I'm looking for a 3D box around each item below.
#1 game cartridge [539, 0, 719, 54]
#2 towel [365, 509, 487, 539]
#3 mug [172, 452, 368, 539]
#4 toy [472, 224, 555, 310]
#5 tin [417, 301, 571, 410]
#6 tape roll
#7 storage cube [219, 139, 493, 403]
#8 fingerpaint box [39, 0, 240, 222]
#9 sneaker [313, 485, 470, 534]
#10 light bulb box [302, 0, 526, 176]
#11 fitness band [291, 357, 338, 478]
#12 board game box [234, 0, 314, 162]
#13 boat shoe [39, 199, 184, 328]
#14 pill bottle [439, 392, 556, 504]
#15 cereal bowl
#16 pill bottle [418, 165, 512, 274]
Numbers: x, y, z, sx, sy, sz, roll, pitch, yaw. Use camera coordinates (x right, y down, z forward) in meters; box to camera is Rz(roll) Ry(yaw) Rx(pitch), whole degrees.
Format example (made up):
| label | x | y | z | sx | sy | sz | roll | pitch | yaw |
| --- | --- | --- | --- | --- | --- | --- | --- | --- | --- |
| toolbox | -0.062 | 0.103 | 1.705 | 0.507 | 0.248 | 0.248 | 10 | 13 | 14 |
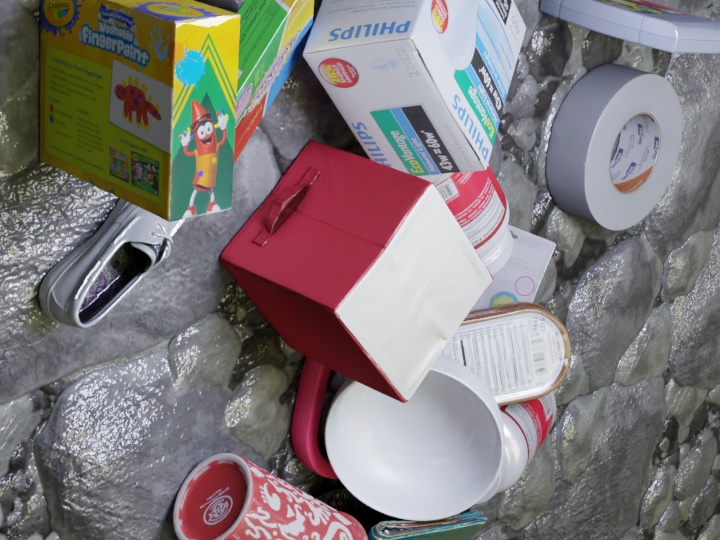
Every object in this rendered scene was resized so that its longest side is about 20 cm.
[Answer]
| label | x | y | z | sx | sy | sz | roll | pitch | yaw |
| --- | --- | --- | --- | --- | --- | --- | --- | --- | --- |
| game cartridge | 0.311 | -0.290 | 1.813 | 0.132 | 0.199 | 0.041 | -12 | 118 | -43 |
| towel | 0.046 | 0.336 | 1.836 | 0.145 | 0.022 | 0.200 | -3 | 148 | -26 |
| mug | -0.108 | 0.303 | 1.686 | 0.200 | 0.133 | 0.178 | 41 | 76 | -43 |
| toy | 0.146 | 0.044 | 1.863 | 0.201 | 0.114 | 0.047 | -67 | 159 | -2 |
| tin | 0.145 | 0.100 | 1.801 | 0.198 | 0.042 | 0.113 | -11 | 94 | -9 |
| tape roll | 0.321 | -0.155 | 1.984 | 0.199 | 0.066 | 0.202 | -21 | 121 | -39 |
| storage cube | 0.000 | 0.000 | 1.629 | 0.171 | 0.179 | 0.200 | -52 | 136 | -16 |
| fingerpaint box | -0.191 | -0.153 | 1.344 | 0.073 | 0.199 | 0.168 | -14 | 116 | -41 |
| sneaker | 0.025 | 0.280 | 1.864 | 0.198 | 0.090 | 0.071 | 2 | 99 | -20 |
| light bulb box | 0.060 | -0.232 | 1.585 | 0.199 | 0.124 | 0.201 | 54 | 43 | -44 |
| fitness band | -0.012 | 0.137 | 1.787 | 0.143 | 0.037 | 0.202 | 1 | 105 | -44 |
| board game box | -0.098 | -0.193 | 1.458 | 0.154 | 0.040 | 0.200 | -59 | 178 | -9 |
| boat shoe | -0.213 | -0.023 | 1.477 | 0.200 | 0.068 | 0.072 | -42 | 133 | -26 |
| pill bottle | 0.156 | 0.196 | 1.880 | 0.200 | 0.111 | 0.113 | -41 | 138 | -60 |
| cereal bowl | 0.063 | 0.171 | 1.741 | 0.083 | 0.198 | 0.202 | -74 | 163 | -62 |
| pill bottle | 0.096 | -0.082 | 1.733 | 0.112 | 0.112 | 0.200 | -50 | 136 | -18 |
